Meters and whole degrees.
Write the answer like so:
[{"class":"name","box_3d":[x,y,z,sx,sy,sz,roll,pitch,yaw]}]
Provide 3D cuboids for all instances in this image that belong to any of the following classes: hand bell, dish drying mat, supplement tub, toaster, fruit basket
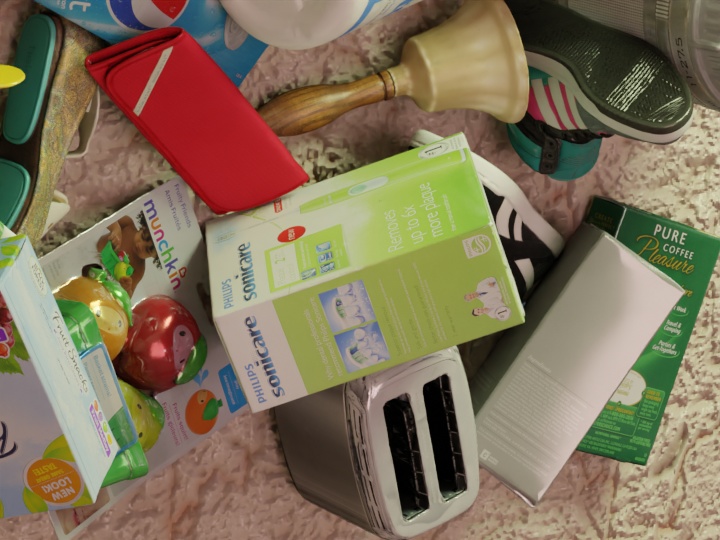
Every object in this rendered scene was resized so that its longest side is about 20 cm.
[{"class":"hand bell","box_3d":[0.010,-0.132,1.724,0.198,0.104,0.105,-17,114,-16]},{"class":"dish drying mat","box_3d":[-0.108,-0.097,1.616,0.076,0.018,0.200,-20,145,14]},{"class":"supplement tub","box_3d":[-0.001,-0.233,1.601,0.200,0.131,0.133,-30,122,-50]},{"class":"toaster","box_3d":[0.011,0.112,1.755,0.113,0.129,0.202,-21,116,-27]},{"class":"fruit basket","box_3d":[-0.161,0.060,1.641,0.199,0.093,0.187,-31,115,-32]}]

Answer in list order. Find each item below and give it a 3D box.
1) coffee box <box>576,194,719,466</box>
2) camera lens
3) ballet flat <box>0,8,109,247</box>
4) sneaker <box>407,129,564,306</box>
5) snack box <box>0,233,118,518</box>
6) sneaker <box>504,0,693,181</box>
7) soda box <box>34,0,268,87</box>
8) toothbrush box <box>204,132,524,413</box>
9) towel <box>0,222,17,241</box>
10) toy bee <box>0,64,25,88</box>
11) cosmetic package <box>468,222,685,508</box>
[{"class":"coffee box","box_3d":[0.209,0.050,1.927,0.122,0.044,0.202,14,97,-37]},{"class":"camera lens","box_3d":[0.256,-0.206,1.783,0.159,0.200,0.161,-11,110,-32]},{"class":"ballet flat","box_3d":[-0.214,-0.072,1.582,0.070,0.071,0.202,17,93,-37]},{"class":"sneaker","box_3d":[0.077,-0.016,1.779,0.112,0.073,0.200,-59,141,-6]},{"class":"snack box","box_3d":[-0.276,0.078,1.511,0.068,0.198,0.170,-70,146,-56]},{"class":"sneaker","box_3d":[0.169,-0.113,1.765,0.083,0.200,0.121,-34,136,-21]},{"class":"soda box","box_3d":[-0.155,-0.187,1.576,0.199,0.068,0.064,27,107,-37]},{"class":"toothbrush box","box_3d":[0.000,0.000,1.655,0.198,0.146,0.087,-20,118,5]},{"class":"towel","box_3d":[-0.317,-0.046,1.465,0.200,0.151,0.024,47,38,-44]},{"class":"toy bee","box_3d":[-0.272,-0.106,1.490,0.130,0.109,0.202,-13,93,10]},{"class":"cosmetic package","box_3d":[0.152,0.067,1.825,0.090,0.107,0.200,37,94,-7]}]
